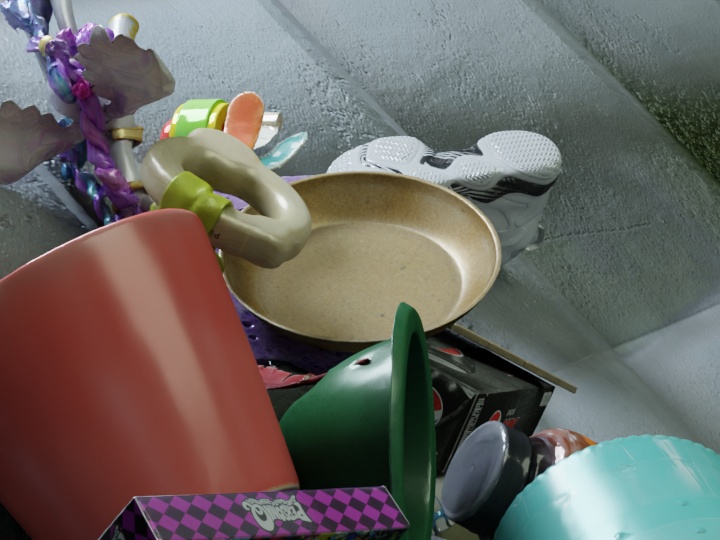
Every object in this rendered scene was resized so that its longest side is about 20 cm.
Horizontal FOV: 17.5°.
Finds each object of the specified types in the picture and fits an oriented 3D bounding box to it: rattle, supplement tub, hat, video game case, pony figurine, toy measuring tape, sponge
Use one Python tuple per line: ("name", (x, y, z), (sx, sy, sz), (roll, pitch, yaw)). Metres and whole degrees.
("rattle", (-0.105, -0.029, 1.646), (0.130, 0.143, 0.200), (8, 23, -8))
("supplement tub", (0.152, 0.170, 1.522), (0.200, 0.107, 0.107), (29, 29, -21))
("hat", (-0.049, 0.105, 1.429), (0.200, 0.175, 0.166), (53, 37, -76))
("video game case", (-0.094, 0.189, 1.284), (0.200, 0.181, 0.036), (3, 45, -49))
("pony figurine", (-0.198, -0.125, 1.672), (0.193, 0.166, 0.200), (42, 25, -56))
("toy measuring tape", (-0.107, -0.112, 1.840), (0.074, 0.074, 0.200), (40, 29, 0))
("sponge", (-0.061, 0.005, 1.706), (0.111, 0.030, 0.200), (-2, 42, -20))

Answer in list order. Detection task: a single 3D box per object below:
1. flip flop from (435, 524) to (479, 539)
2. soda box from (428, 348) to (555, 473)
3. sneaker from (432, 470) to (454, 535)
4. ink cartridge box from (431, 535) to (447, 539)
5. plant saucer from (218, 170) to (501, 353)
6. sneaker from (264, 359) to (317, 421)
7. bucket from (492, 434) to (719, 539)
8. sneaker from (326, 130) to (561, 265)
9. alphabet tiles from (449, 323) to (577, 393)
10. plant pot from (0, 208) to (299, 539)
("flip flop", (0.126, 0.215, 1.656), (0.200, 0.058, 0.081), (28, 29, -23))
("soda box", (0.074, 0.098, 1.696), (0.071, 0.063, 0.200), (28, 8, 18))
("sneaker", (0.003, 0.144, 1.557), (0.200, 0.075, 0.087), (-17, 100, -61))
("ink cartridge box", (0.090, 0.278, 1.486), (0.146, 0.083, 0.200), (20, 33, -34))
("plant saucer", (0.000, 0.000, 1.658), (0.200, 0.036, 0.200), (-1, 38, 1))
("sneaker", (-0.083, 0.110, 1.551), (0.090, 0.067, 0.200), (31, 32, 22))
("bucket", (0.176, 0.208, 1.396), (0.207, 0.207, 0.135), (26, 22, -24))
("sneaker", (0.069, -0.051, 1.979), (0.199, 0.115, 0.075), (-6, 40, -8))
("alphabet tiles", (0.074, 0.044, 1.802), (0.167, 0.008, 0.200), (28, 0, -22))
("plant pot", (-0.139, 0.090, 1.386), (0.200, 0.200, 0.178), (-11, 66, -57))
